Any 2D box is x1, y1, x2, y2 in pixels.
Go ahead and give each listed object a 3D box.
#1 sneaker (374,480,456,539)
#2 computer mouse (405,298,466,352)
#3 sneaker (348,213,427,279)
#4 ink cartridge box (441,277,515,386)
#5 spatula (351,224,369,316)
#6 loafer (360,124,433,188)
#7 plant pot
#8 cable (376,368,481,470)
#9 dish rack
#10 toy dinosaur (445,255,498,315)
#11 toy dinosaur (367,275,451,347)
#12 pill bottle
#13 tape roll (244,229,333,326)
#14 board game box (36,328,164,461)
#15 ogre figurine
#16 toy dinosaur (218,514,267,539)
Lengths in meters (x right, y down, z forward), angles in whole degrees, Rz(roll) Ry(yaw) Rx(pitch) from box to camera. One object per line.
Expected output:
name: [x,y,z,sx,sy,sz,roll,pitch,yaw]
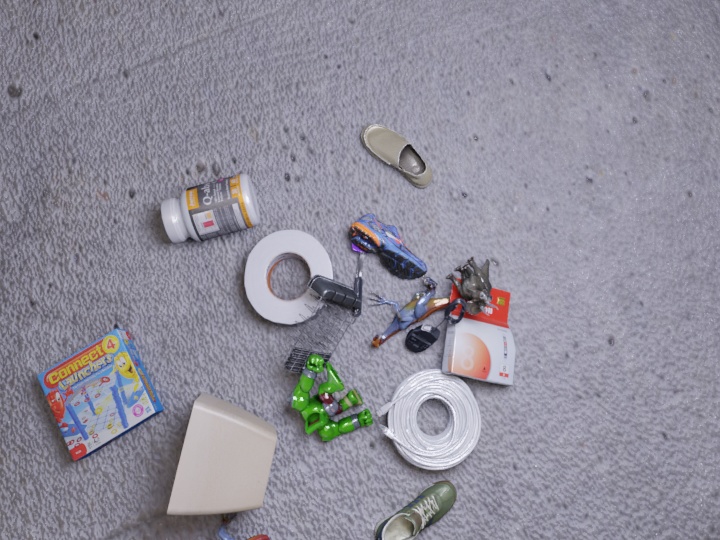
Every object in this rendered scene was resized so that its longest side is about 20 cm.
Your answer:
sneaker: [0.117,0.506,1.188,0.196,0.090,0.068,-31,81,-5]
computer mouse: [0.156,0.111,1.217,0.058,0.200,0.035,31,44,-13]
sneaker: [0.070,-0.058,1.285,0.198,0.075,0.079,38,57,-5]
ink cartridge box: [0.260,0.130,1.236,0.158,0.050,0.207,14,80,-21]
spatula: [0.000,0.000,1.300,0.055,0.020,0.207,6,84,-17]
loafer: [0.086,-0.269,1.317,0.198,0.068,0.077,36,83,5]
plant pot: [-0.266,0.374,1.170,0.172,0.200,0.207,14,81,-10]
cable: [0.153,0.313,1.229,0.200,0.069,0.201,-43,84,-7]
dish rack: [-0.086,0.121,1.220,0.054,0.152,0.204,34,97,37]
toy dinosaur: [0.239,0.032,1.220,0.076,0.200,0.104,-32,91,23]
toy dinosaur: [0.106,0.103,1.256,0.196,0.105,0.185,28,100,-6]
pill bottle: [-0.326,-0.132,1.275,0.194,0.116,0.120,-15,81,-2]
tape roll: [-0.154,0.017,1.277,0.193,0.066,0.208,0,81,0]
board game box: [-0.554,0.263,1.246,0.196,0.056,0.200,-30,83,-4]
ogre figurine: [-0.072,0.277,1.215,0.119,0.201,0.099,-38,40,4]
toy dinosaur: [-0.264,0.578,1.145,0.175,0.200,0.109,-11,108,-10]
